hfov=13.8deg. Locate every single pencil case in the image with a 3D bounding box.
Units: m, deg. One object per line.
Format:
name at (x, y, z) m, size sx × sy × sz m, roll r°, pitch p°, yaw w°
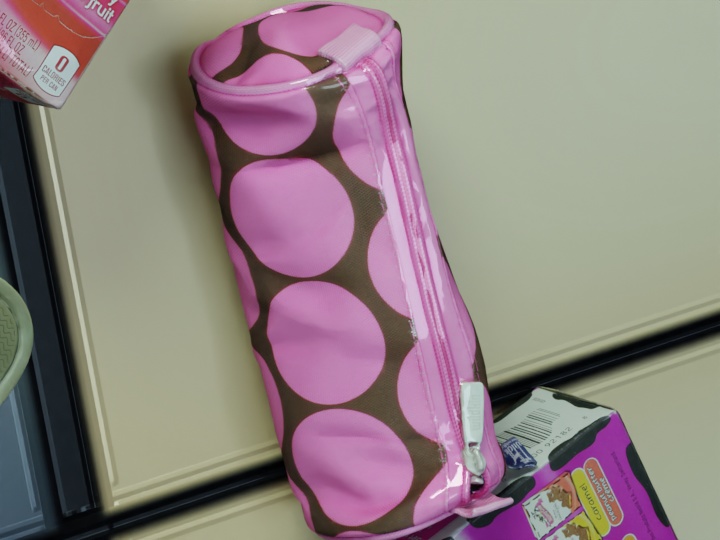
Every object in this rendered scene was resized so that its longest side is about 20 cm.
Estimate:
pencil case at (0.000, 0.000, 1.122) m, size 0.090 × 0.094 × 0.201 m, roll -25°, pitch 108°, yaw -25°

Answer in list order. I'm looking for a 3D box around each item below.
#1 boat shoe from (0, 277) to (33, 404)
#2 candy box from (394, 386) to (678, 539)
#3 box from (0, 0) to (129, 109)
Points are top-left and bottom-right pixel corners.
boat shoe at (-0.201, 0.073, 1.028) m, size 0.200 × 0.068 × 0.075 m, roll -44°, pitch 124°, yaw -19°
candy box at (0.040, 0.160, 1.187) m, size 0.200 × 0.061 × 0.137 m, roll -35°, pitch 113°, yaw -22°
box at (-0.166, -0.151, 1.001) m, size 0.200 × 0.095 × 0.100 m, roll 38°, pitch 78°, yaw -29°
